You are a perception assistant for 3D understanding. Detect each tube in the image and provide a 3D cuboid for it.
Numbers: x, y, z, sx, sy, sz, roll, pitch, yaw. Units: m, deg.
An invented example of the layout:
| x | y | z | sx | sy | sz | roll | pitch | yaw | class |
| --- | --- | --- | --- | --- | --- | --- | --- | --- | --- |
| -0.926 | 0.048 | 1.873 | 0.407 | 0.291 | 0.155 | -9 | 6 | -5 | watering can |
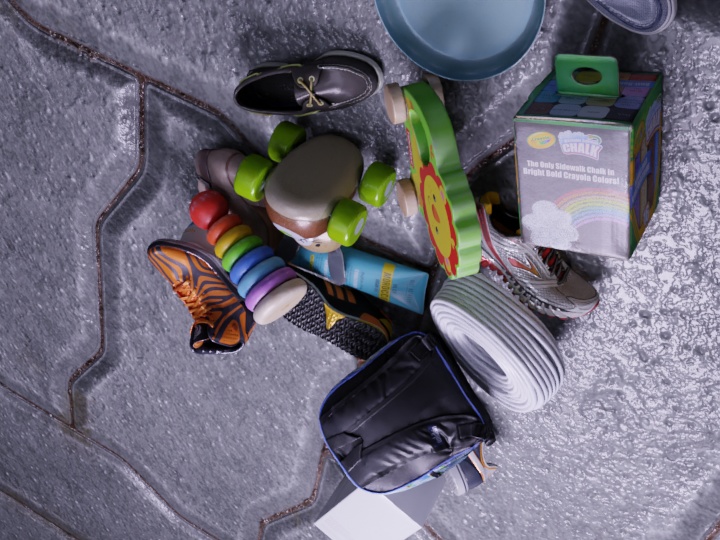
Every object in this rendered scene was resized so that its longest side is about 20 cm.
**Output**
| x | y | z | sx | sy | sz | roll | pitch | yaw | class |
| --- | --- | --- | --- | --- | --- | --- | --- | --- | --- |
| 0.000 | 0.000 | 1.260 | 0.199 | 0.051 | 0.078 | 20 | 141 | 14 | tube |

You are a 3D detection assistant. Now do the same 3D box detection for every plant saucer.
| x | y | z | sx | sy | sz | roll | pitch | yaw | class |
| --- | --- | --- | --- | --- | --- | --- | --- | --- | --- |
| 0.105 | -0.301 | 0.960 | 0.199 | 0.027 | 0.201 | 19 | 132 | 22 | plant saucer |

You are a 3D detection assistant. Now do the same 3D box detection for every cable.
| x | y | z | sx | sy | sz | roll | pitch | yaw | class |
| --- | --- | --- | --- | --- | --- | --- | --- | --- | --- |
| 0.170 | 0.090 | 1.146 | 0.200 | 0.069 | 0.200 | 47 | 166 | 3 | cable |

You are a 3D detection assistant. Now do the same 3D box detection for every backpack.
| x | y | z | sx | sy | sz | roll | pitch | yaw | class |
| --- | --- | --- | --- | --- | --- | --- | --- | --- | --- |
| 0.060 | 0.200 | 1.220 | 0.199 | 0.147 | 0.184 | -35 | 77 | 8 | backpack |

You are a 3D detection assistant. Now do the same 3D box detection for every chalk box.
| x | y | z | sx | sy | sz | roll | pitch | yaw | class |
| --- | --- | --- | --- | --- | --- | --- | --- | --- | --- |
| 0.238 | -0.133 | 0.936 | 0.124 | 0.124 | 0.201 | 11 | 128 | 28 | chalk box |

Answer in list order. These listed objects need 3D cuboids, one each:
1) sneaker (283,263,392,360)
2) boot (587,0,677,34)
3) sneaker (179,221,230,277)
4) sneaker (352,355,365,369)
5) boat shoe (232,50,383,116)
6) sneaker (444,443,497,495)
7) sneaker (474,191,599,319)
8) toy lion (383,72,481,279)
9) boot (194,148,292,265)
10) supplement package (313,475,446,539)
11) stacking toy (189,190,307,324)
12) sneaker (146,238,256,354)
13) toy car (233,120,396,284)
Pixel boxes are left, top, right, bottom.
| x | y | z | sx | sy | sz | roll | pitch | yaw | class |
| --- | --- | --- | --- | --- | --- | --- | --- | --- | --- |
| -0.043 | 0.050 | 1.289 | 0.199 | 0.090 | 0.070 | 32 | 116 | 2 | sneaker |
| 0.211 | -0.288 | 0.852 | 0.200 | 0.090 | 0.073 | 42 | 136 | -2 | boot |
| -0.181 | -0.005 | 1.356 | 0.200 | 0.081 | 0.076 | 38 | 138 | -26 | sneaker |
| 0.031 | 0.176 | 1.355 | 0.080 | 0.071 | 0.201 | -171 | 62 | -77 | sneaker |
| -0.067 | -0.224 | 1.111 | 0.200 | 0.061 | 0.072 | 2 | 125 | 33 | boat shoe |
| 0.132 | 0.222 | 1.327 | 0.078 | 0.079 | 0.201 | 128 | 118 | -79 | sneaker |
| 0.204 | -0.017 | 1.083 | 0.199 | 0.078 | 0.082 | 35 | 131 | 2 | sneaker |
| 0.090 | -0.098 | 1.018 | 0.068 | 0.192 | 0.201 | -15 | 123 | -7 | toy lion |
| -0.165 | -0.086 | 1.292 | 0.146 | 0.070 | 0.201 | 22 | 135 | 28 | boot |
| 0.033 | 0.378 | 1.481 | 0.117 | 0.117 | 0.200 | 40 | 137 | 0 | supplement package |
| -0.160 | -0.028 | 1.222 | 0.200 | 0.085 | 0.085 | 53 | 137 | 10 | stacking toy |
| -0.228 | 0.045 | 1.276 | 0.200 | 0.113 | 0.077 | 38 | 137 | -26 | sneaker |
| -0.063 | -0.063 | 1.175 | 0.163 | 0.158 | 0.201 | 26 | 139 | 14 | toy car |
